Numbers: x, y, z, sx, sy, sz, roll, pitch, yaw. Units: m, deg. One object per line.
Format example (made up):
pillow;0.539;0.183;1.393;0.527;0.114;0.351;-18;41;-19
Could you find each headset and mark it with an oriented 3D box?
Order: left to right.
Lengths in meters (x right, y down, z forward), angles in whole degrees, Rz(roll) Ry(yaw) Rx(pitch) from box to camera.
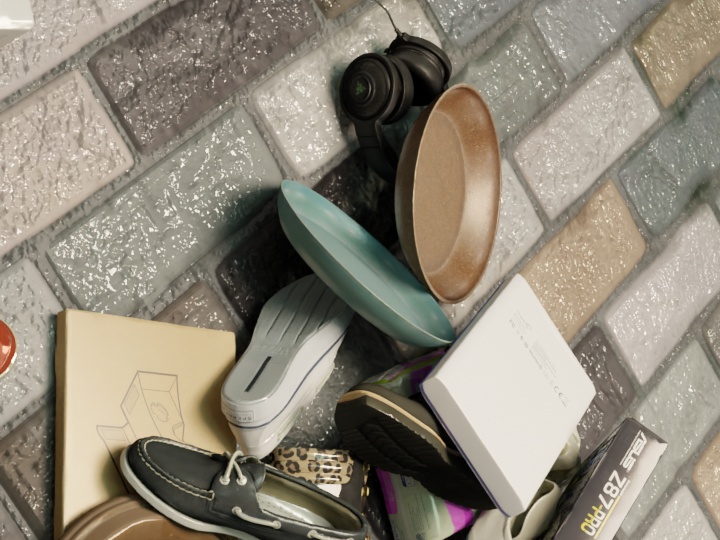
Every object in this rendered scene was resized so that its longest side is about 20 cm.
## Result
headset;0.022;-0.178;1.478;0.123;0.093;0.202;-33;116;-46

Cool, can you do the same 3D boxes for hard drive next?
hard drive;0.129;0.101;1.344;0.133;0.025;0.200;56;34;-7

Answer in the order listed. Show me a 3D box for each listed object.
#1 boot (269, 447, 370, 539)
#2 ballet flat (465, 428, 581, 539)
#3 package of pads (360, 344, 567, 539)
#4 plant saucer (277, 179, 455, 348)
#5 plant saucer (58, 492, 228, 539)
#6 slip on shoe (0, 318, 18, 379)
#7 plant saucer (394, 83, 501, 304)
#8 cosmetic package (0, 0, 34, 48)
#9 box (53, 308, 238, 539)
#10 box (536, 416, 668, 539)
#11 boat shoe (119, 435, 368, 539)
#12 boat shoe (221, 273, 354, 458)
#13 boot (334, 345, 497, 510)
boot;-0.003;0.231;1.327;0.198;0.073;0.152;11;71;-34
ballet flat;0.158;0.184;1.396;0.069;0.069;0.201;46;54;-22
package of pads;0.093;0.144;1.437;0.199;0.068;0.156;-16;90;-43
plant saucer;0.000;0.000;1.349;0.200;0.027;0.200;40;12;-10
plant saucer;-0.158;0.268;1.183;0.199;0.029;0.203;3;85;-42
slip on shoe;-0.324;0.039;1.100;0.199;0.061;0.075;20;64;-38
plant saucer;0.077;-0.071;1.461;0.200;0.036;0.203;-19;112;-61
cosmetic package;-0.355;-0.184;1.039;0.199;0.198;0.124;-7;83;-42
box;-0.165;0.139;1.239;0.162;0.021;0.203;10;71;-39
box;0.191;0.225;1.392;0.049;0.200;0.162;35;72;7
boat shoe;-0.087;0.170;1.213;0.199;0.060;0.076;27;29;-21
boat shoe;-0.061;0.077;1.327;0.200;0.073;0.067;-49;144;-46
boot;0.058;0.102;1.330;0.200;0.077;0.140;38;51;-42
